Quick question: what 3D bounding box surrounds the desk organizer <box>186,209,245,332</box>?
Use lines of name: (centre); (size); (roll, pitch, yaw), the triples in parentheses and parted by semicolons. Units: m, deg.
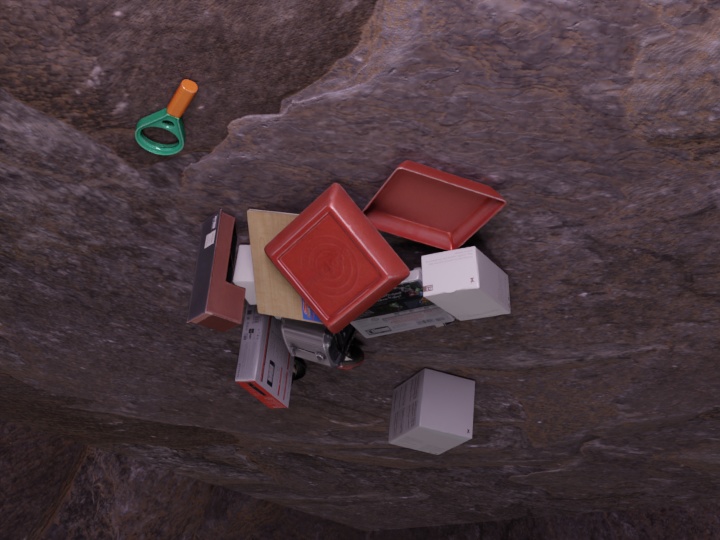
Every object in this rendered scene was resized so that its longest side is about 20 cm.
desk organizer: (-0.252, 0.003, 1.607); (0.076, 0.204, 0.071); (21, 151, -33)

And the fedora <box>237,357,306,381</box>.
fedora: (-0.232, 0.279, 2.265); (0.196, 0.093, 0.201); (6, 153, 3)

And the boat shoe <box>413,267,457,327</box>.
boat shoe: (0.154, 0.047, 1.753); (0.063, 0.072, 0.200); (-14, 150, 15)

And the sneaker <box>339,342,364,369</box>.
sneaker: (-0.051, 0.173, 2.039); (0.097, 0.072, 0.199); (-16, 144, 42)

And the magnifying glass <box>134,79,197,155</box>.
magnifying glass: (-0.292, -0.232, 1.354); (0.078, 0.023, 0.200); (19, 150, -22)

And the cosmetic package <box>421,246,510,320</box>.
cosmetic package: (0.199, 0.028, 1.642); (0.111, 0.083, 0.200); (-9, 159, 23)

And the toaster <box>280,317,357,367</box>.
toaster: (-0.076, 0.096, 1.791); (0.127, 0.202, 0.115); (7, 139, 24)

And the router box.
router box: (-0.202, 0.178, 1.940); (0.048, 0.203, 0.180); (-4, 152, 19)

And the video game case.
video game case: (0.058, 0.067, 1.691); (0.197, 0.024, 0.182); (-13, 147, 24)

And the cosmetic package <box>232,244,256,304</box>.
cosmetic package: (-0.136, 0.009, 1.720); (0.196, 0.086, 0.108); (1, 153, 12)

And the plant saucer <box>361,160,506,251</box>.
plant saucer: (0.114, -0.111, 1.479); (0.196, 0.037, 0.200); (15, 153, -16)

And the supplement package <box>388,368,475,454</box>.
supplement package: (0.183, 0.366, 2.275); (0.149, 0.153, 0.200); (16, 153, -16)

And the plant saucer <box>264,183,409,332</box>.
plant saucer: (-0.049, -0.011, 1.515); (0.199, 0.037, 0.201); (-38, 95, 29)

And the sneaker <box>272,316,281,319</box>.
sneaker: (-0.164, 0.078, 1.874); (0.087, 0.075, 0.199); (-11, 152, 39)

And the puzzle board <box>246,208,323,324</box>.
puzzle board: (-0.131, -0.008, 1.597); (0.148, 0.017, 0.204); (8, 114, 27)
